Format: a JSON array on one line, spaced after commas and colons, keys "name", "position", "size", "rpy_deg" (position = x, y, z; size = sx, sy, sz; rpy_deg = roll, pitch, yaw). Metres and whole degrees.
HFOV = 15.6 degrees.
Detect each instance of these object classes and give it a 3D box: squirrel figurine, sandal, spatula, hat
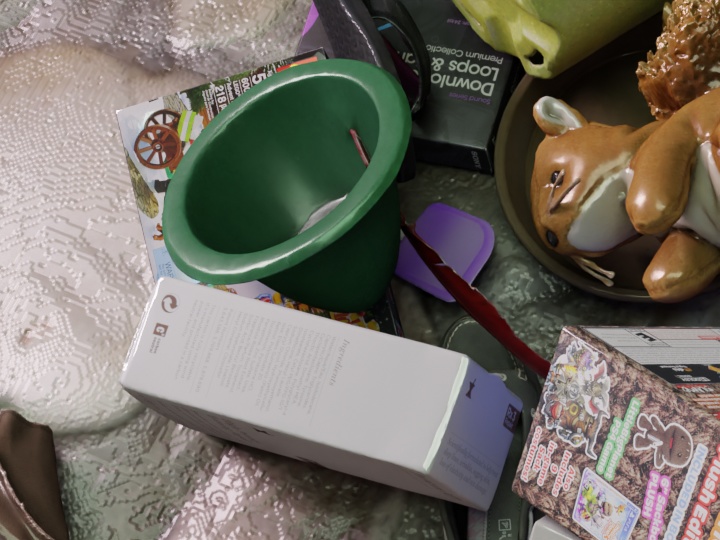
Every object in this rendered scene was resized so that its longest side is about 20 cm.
[{"name": "squirrel figurine", "position": [0.194, -0.069, 1.492], "size": [0.186, 0.142, 0.201], "rpy_deg": [-1, 48, 38]}, {"name": "sandal", "position": [0.010, -0.146, 1.603], "size": [0.048, 0.075, 0.201], "rpy_deg": [-12, 61, -13]}, {"name": "spatula", "position": [-0.003, -0.044, 1.618], "size": [0.199, 0.021, 0.057], "rpy_deg": [31, 78, 25]}, {"name": "hat", "position": [0.000, 0.000, 1.542], "size": [0.165, 0.176, 0.200], "rpy_deg": [-33, 37, 7]}]

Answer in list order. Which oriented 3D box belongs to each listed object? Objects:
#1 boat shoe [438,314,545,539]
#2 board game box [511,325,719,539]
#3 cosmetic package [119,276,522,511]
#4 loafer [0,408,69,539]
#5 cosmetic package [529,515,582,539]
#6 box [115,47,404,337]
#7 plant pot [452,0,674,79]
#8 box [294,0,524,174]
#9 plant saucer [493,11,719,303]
[{"name": "boat shoe", "position": [0.075, 0.107, 1.504], "size": [0.066, 0.057, 0.201], "rpy_deg": [-9, 62, 8]}, {"name": "board game box", "position": [0.209, 0.112, 1.355], "size": [0.200, 0.159, 0.097], "rpy_deg": [33, 113, 44]}, {"name": "cosmetic package", "position": [-0.021, 0.069, 1.466], "size": [0.199, 0.102, 0.074], "rpy_deg": [15, 79, 27]}, {"name": "loafer", "position": [-0.212, 0.116, 1.555], "size": [0.071, 0.073, 0.200], "rpy_deg": [-37, 62, -6]}, {"name": "cosmetic package", "position": [0.187, 0.193, 1.395], "size": [0.199, 0.107, 0.085], "rpy_deg": [23, 112, 24]}, {"name": "box", "position": [-0.060, -0.020, 1.587], "size": [0.136, 0.038, 0.201], "rpy_deg": [-17, 72, 7]}, {"name": "plant pot", "position": [0.139, -0.220, 1.569], "size": [0.184, 0.201, 0.200], "rpy_deg": [-39, 62, -11]}, {"name": "box", "position": [0.041, -0.165, 1.662], "size": [0.142, 0.036, 0.201], "rpy_deg": [10, 68, 17]}, {"name": "plant saucer", "position": [0.180, -0.068, 1.585], "size": [0.199, 0.030, 0.201], "rpy_deg": [-5, 63, 10]}]
